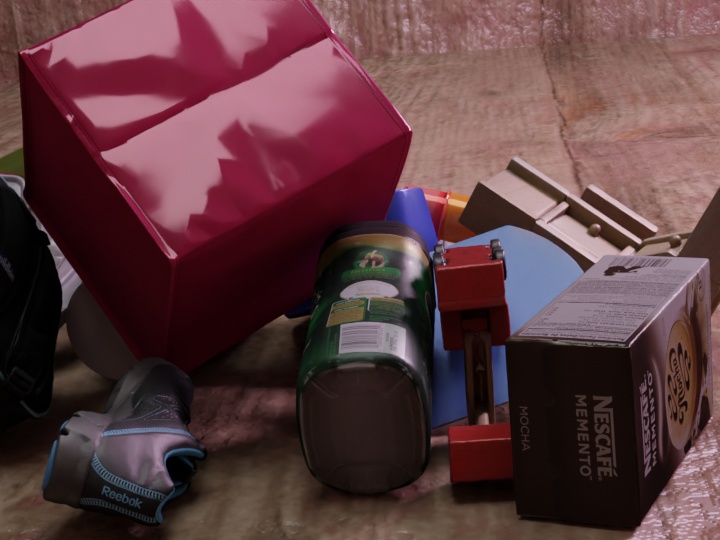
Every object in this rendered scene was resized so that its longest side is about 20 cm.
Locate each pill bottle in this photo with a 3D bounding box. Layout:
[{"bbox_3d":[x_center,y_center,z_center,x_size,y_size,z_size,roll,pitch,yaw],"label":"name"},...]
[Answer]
[{"bbox_3d":[-0.159,0.017,1.370,0.112,0.114,0.200,0,15,18],"label":"pill bottle"}]

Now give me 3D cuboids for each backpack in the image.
[{"bbox_3d":[-0.301,0.017,1.225,0.152,0.176,0.201,-21,31,18],"label":"backpack"}]

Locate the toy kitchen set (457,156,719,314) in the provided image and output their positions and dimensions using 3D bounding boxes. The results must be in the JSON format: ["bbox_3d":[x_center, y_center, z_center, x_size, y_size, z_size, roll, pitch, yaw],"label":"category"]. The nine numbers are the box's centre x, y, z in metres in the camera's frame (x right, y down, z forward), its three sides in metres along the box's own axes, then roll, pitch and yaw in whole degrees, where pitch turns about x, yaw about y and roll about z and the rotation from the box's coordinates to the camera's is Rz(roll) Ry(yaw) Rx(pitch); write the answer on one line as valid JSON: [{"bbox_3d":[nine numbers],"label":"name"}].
[{"bbox_3d":[0.222,-0.070,1.317,0.199,0.181,0.163,34,27,14],"label":"toy kitchen set"}]

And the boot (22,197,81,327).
[{"bbox_3d":[-0.262,-0.016,1.410,0.200,0.095,0.074,-52,2,-26],"label":"boot"}]

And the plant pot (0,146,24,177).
[{"bbox_3d":[-0.278,-0.058,1.620,0.189,0.202,0.200,-11,9,31],"label":"plant pot"}]

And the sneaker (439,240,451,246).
[{"bbox_3d":[-0.003,-0.016,1.595,0.199,0.075,0.082,3,-13,35],"label":"sneaker"}]

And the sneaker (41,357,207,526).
[{"bbox_3d":[-0.139,0.117,1.100,0.081,0.074,0.200,22,18,5],"label":"sneaker"}]

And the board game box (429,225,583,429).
[{"bbox_3d":[0.076,0.053,1.230,0.198,0.039,0.159,-19,47,-4],"label":"board game box"}]

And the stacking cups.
[{"bbox_3d":[0.131,-0.033,1.491,0.198,0.061,0.061,13,17,8],"label":"stacking cups"}]

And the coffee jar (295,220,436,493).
[{"bbox_3d":[0.007,0.050,1.119,0.084,0.105,0.200,-3,28,6],"label":"coffee jar"}]

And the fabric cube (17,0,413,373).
[{"bbox_3d":[-0.111,-0.075,1.208,0.199,0.200,0.197,-30,-19,-22],"label":"fabric cube"}]

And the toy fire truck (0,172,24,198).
[{"bbox_3d":[-0.360,-0.005,1.449,0.166,0.112,0.201,2,53,-19],"label":"toy fire truck"}]

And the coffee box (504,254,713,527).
[{"bbox_3d":[0.162,0.070,1.062,0.079,0.114,0.200,2,16,25],"label":"coffee box"}]

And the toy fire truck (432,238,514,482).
[{"bbox_3d":[0.078,0.057,1.122,0.048,0.142,0.200,-5,5,3],"label":"toy fire truck"}]

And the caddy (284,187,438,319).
[{"bbox_3d":[0.000,0.000,1.400,0.140,0.106,0.200,-14,-3,-1],"label":"caddy"}]
